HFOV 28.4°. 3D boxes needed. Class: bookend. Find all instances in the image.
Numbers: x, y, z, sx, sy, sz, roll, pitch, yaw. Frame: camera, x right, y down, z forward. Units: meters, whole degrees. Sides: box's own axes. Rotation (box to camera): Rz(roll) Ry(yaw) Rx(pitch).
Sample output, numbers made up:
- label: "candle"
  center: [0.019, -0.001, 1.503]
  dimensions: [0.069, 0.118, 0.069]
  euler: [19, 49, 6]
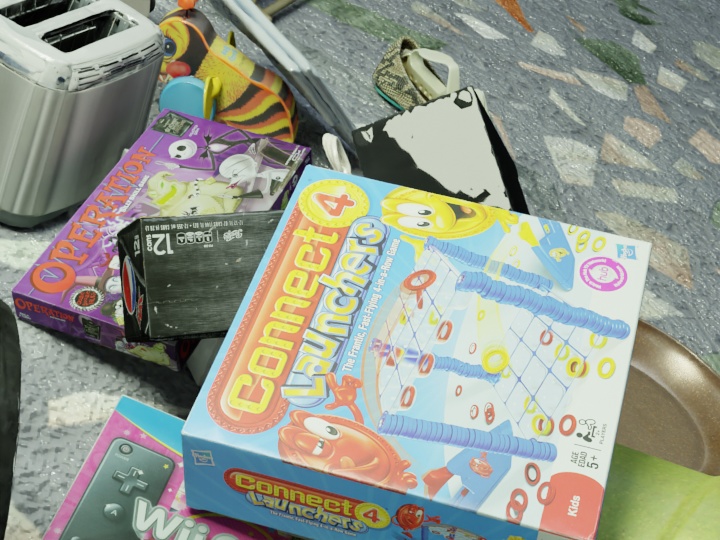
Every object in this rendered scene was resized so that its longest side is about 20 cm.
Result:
- label: "bookend"
  center: [0.084, 0.001, 1.024]
  dimensions: [0.200, 0.091, 0.201]
  euler: [36, 36, -72]

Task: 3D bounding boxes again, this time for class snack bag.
- label: "snack bag"
  center: [-0.069, -0.180, 1.203]
  dimensions: [0.189, 0.021, 0.200]
  euler: [48, 0, 26]

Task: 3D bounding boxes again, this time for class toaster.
- label: "toaster"
  center: [-0.221, -0.121, 0.995]
  dimensions: [0.113, 0.130, 0.200]
  euler: [31, 30, 12]

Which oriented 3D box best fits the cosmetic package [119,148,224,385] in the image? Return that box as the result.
- label: "cosmetic package"
  center: [-0.104, -0.006, 0.982]
  dimensions: [0.082, 0.051, 0.201]
  euler: [1, 39, -33]

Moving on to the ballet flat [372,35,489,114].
- label: "ballet flat"
  center: [0.078, -0.155, 1.329]
  dimensions: [0.067, 0.076, 0.200]
  euler: [0, 39, -38]

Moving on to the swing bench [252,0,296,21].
- label: "swing bench"
  center: [-0.128, -0.366, 1.456]
  dimensions: [0.198, 0.131, 0.199]
  euler: [25, 30, 10]

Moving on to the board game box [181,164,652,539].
- label: "board game box"
  center: [0.035, 0.049, 0.715]
  dimensions: [0.193, 0.056, 0.201]
  euler: [13, 46, 9]

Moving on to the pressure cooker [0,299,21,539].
- label: "pressure cooker"
  center: [-0.258, 0.079, 0.609]
  dimensions: [0.198, 0.176, 0.180]
  euler: [10, 50, -23]

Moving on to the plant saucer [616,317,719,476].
- label: "plant saucer"
  center: [0.199, 0.097, 1.067]
  dimensions: [0.198, 0.037, 0.201]
  euler: [19, 31, -12]

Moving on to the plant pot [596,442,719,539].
- label: "plant pot"
  center: [0.111, 0.165, 0.766]
  dimensions: [0.183, 0.202, 0.200]
  euler: [26, 27, 25]

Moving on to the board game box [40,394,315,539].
- label: "board game box"
  center: [-0.090, 0.170, 0.667]
  dimensions: [0.146, 0.065, 0.201]
  euler: [22, 39, 0]

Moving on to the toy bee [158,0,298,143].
- label: "toy bee"
  center: [-0.133, -0.167, 1.156]
  dimensions: [0.198, 0.109, 0.131]
  euler: [11, 33, -25]

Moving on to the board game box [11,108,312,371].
- label: "board game box"
  center: [-0.124, -0.027, 0.934]
  dimensions: [0.119, 0.033, 0.201]
  euler: [13, 46, 19]

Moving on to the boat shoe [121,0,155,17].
- label: "boat shoe"
  center: [-0.270, -0.228, 1.202]
  dimensions: [0.092, 0.076, 0.199]
  euler: [19, 26, 32]

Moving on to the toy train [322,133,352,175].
- label: "toy train"
  center: [0.000, 0.000, 1.000]
  dimensions: [0.200, 0.055, 0.152]
  euler: [52, 21, -57]

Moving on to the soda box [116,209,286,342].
- label: "soda box"
  center: [-0.041, 0.000, 0.845]
  dimensions: [0.198, 0.072, 0.063]
  euler: [-4, -3, -22]
